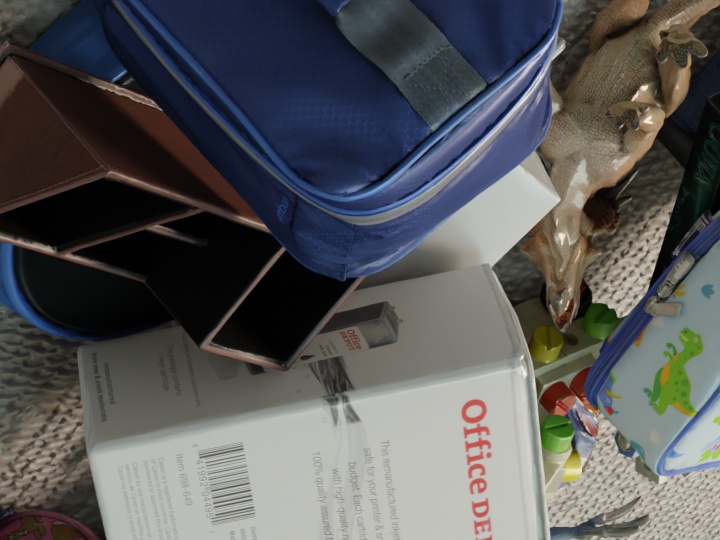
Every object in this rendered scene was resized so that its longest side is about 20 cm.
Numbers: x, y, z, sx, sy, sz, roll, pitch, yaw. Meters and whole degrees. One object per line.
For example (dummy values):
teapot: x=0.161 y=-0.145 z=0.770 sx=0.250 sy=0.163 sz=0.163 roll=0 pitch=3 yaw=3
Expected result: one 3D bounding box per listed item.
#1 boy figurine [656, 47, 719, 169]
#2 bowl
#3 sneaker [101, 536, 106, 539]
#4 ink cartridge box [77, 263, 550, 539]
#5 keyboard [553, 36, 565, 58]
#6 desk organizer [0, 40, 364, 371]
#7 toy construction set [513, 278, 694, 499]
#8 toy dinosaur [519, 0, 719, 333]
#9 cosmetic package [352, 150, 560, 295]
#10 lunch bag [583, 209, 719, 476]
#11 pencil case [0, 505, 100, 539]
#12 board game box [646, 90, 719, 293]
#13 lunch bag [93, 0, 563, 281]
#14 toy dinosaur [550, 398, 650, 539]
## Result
boy figurine: x=0.245 y=-0.133 z=1.418 sx=0.200 sy=0.065 sz=0.124 roll=-47 pitch=150 yaw=16
bowl: x=-0.085 y=-0.051 z=1.160 sx=0.200 sy=0.039 sz=0.201 roll=-30 pitch=148 yaw=-21
sneaker: x=-0.068 y=0.165 z=1.428 sx=0.199 sy=0.070 sz=0.078 roll=-15 pitch=140 yaw=-37
ink cartridge box: x=-0.019 y=0.092 z=1.208 sx=0.199 sy=0.085 sz=0.146 roll=-10 pitch=126 yaw=-4
keyboard: x=0.051 y=-0.092 z=1.169 sx=0.056 sy=0.011 sz=0.200 roll=-49 pitch=-168 yaw=3
desk organizer: x=-0.085 y=-0.021 z=1.082 sx=0.072 sy=0.077 sz=0.200 roll=-50 pitch=149 yaw=14
toy construction set: x=0.113 y=0.075 z=1.461 sx=0.199 sy=0.131 sz=0.092 roll=-8 pitch=137 yaw=-44
toy dinosaur: x=0.129 y=-0.081 z=1.336 sx=0.200 sy=0.086 sz=0.136 roll=-49 pitch=157 yaw=-10
cosmetic package: x=0.000 y=0.000 z=1.253 sx=0.051 sy=0.083 sz=0.200 roll=36 pitch=109 yaw=-29
lunch bag: x=0.218 y=0.035 z=1.414 sx=0.200 sy=0.083 sz=0.161 roll=-2 pitch=134 yaw=-53
pencil case: x=-0.173 y=0.211 z=1.353 sx=0.083 sy=0.086 sz=0.200 roll=-47 pitch=158 yaw=-39
board game box: x=0.225 y=-0.049 z=1.419 sx=0.135 sy=0.028 sz=0.200 roll=-28 pitch=152 yaw=-23
lunch bag: x=-0.020 y=-0.111 z=1.011 sx=0.136 sy=0.200 sz=0.132 roll=-41 pitch=168 yaw=-11
toy dinosaur: x=0.067 y=0.122 z=1.565 sx=0.199 sy=0.106 sz=0.181 roll=-14 pitch=179 yaw=30
